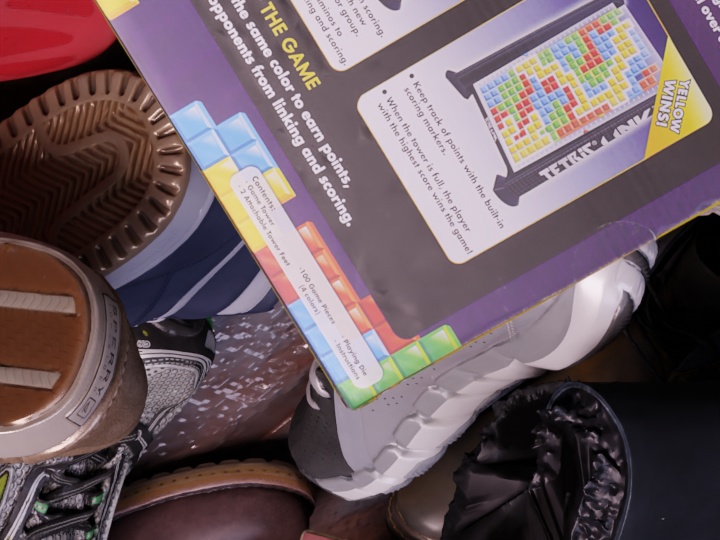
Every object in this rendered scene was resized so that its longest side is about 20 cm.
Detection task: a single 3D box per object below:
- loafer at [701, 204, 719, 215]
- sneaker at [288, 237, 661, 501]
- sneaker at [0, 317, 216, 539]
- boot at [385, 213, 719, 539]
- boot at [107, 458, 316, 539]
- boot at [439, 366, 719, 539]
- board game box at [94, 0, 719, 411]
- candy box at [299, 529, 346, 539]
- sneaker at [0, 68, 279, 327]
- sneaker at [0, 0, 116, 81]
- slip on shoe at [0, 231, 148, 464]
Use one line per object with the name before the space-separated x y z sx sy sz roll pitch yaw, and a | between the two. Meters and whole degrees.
loafer | 0.114 -0.031 0.902 0.200 0.072 0.063 32 111 -34
sneaker | 0.000 0.000 0.931 0.115 0.075 0.200 29 145 -16
sneaker | -0.102 0.079 0.951 0.078 0.085 0.200 7 136 -36
boot | 0.094 0.027 1.007 0.200 0.075 0.097 -26 142 -13
boot | -0.083 0.172 1.016 0.200 0.166 0.072 -29 146 11
boot | 0.092 0.089 0.936 0.168 0.076 0.200 -9 149 -31
board game box | 0.017 -0.094 0.699 0.165 0.057 0.200 -29 101 10
candy box | -0.002 0.177 1.069 0.055 0.116 0.200 13 163 8
sneaker | -0.100 0.000 0.857 0.200 0.070 0.108 -24 169 29
sneaker | -0.142 -0.039 0.736 0.200 0.116 0.078 -5 142 -24
slip on shoe | -0.150 0.010 0.778 0.200 0.076 0.061 8 167 18
